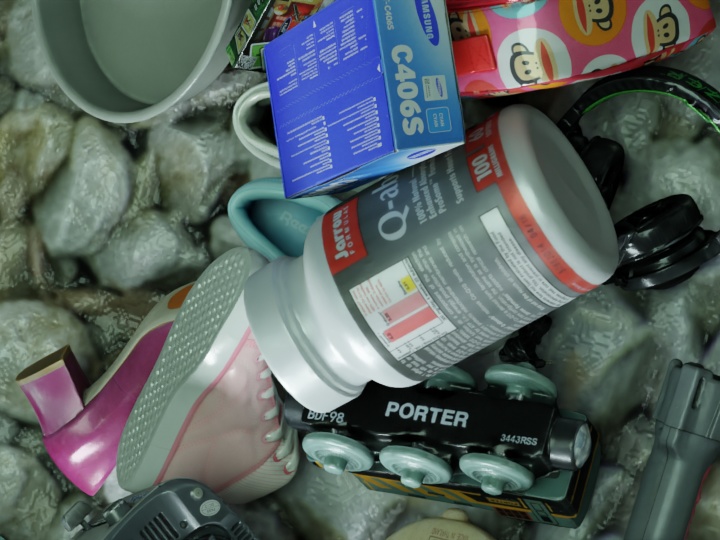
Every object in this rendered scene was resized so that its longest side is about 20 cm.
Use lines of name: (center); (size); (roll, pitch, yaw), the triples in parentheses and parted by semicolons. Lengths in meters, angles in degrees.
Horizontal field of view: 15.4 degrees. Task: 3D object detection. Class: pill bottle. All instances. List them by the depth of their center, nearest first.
pill bottle: (0.039, -0.002, 1.548); (0.200, 0.116, 0.116); (-30, 79, 19)

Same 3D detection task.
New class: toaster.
toaster: (-0.108, 0.222, 1.668); (0.114, 0.129, 0.200); (-45, 105, -24)

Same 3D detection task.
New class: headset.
headset: (0.150, -0.028, 1.595); (0.123, 0.094, 0.200); (38, 122, 5)

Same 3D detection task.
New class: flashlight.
flashlight: (0.186, 0.156, 1.607); (0.068, 0.068, 0.200); (17, 92, -15)

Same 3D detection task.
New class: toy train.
toy train: (0.053, 0.105, 1.634); (0.200, 0.114, 0.085); (6, 66, 25)

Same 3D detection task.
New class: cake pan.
cake pan: (-0.138, -0.195, 1.723); (0.200, 0.037, 0.201); (-1, 89, 44)

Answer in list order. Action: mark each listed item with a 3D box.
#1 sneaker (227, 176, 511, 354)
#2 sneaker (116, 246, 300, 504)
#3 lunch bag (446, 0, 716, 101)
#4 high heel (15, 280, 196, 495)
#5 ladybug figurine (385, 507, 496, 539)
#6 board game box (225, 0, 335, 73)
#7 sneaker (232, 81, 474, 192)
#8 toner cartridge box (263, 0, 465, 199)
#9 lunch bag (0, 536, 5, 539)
sneaker: (0.000, 0.000, 1.673); (0.200, 0.082, 0.074); (23, 99, 21)
sneaker: (-0.072, 0.072, 1.682); (0.075, 0.104, 0.200); (-99, 32, -50)
lunch bag: (0.087, -0.141, 1.554); (0.200, 0.176, 0.082); (0, 107, 56)
high heel: (-0.123, 0.072, 1.744); (0.200, 0.067, 0.096); (-26, 105, 10)
ladybug figurine: (0.051, 0.246, 1.656); (0.135, 0.072, 0.200); (12, 95, 22)
board game box: (0.004, -0.193, 1.624); (0.200, 0.105, 0.023); (-59, 40, 38)
sneaker: (0.018, -0.068, 1.648); (0.200, 0.116, 0.074); (15, 94, 20)
toner cartridge box: (-0.001, -0.100, 1.500); (0.043, 0.200, 0.095); (-9, 87, -19)
lunch bag: (-0.306, 0.256, 1.737); (0.122, 0.200, 0.171); (33, 101, 20)
